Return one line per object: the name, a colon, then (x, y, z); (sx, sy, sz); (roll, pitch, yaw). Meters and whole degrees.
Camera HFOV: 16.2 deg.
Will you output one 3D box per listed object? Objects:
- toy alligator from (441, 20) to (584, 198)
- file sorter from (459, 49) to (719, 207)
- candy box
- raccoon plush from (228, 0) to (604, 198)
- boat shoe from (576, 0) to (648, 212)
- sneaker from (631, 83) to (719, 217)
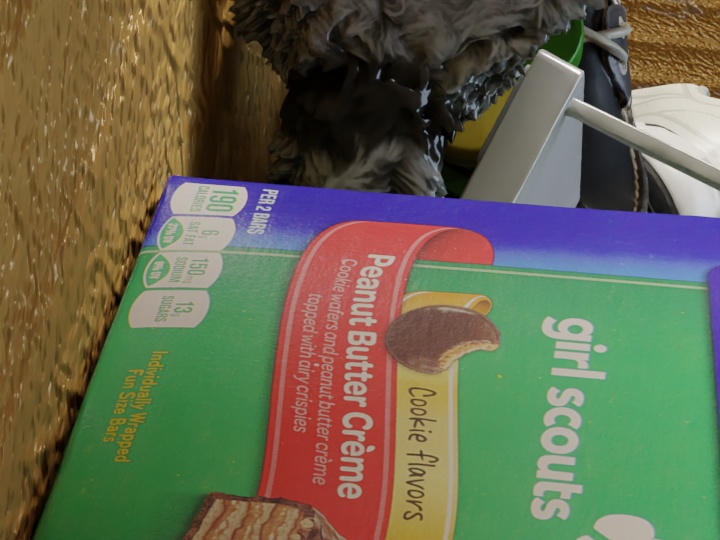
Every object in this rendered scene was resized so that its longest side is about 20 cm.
toy alligator: (0.000, 0.000, 0.720); (0.201, 0.054, 0.059); (-61, 167, -15)
file sorter: (0.053, 0.074, 0.659); (0.201, 0.124, 0.139); (-61, 170, -8)
candy box: (0.042, 0.063, 0.492); (0.170, 0.198, 0.077); (-76, 170, -53)
raccoon plush: (-0.004, -0.077, 0.642); (0.201, 0.096, 0.134); (-56, -169, 7)
boat shoe: (0.062, -0.083, 0.873); (0.060, 0.073, 0.201); (-51, -146, 34)
sneaker: (0.106, -0.042, 1.047); (0.200, 0.081, 0.076); (12, -52, 63)
